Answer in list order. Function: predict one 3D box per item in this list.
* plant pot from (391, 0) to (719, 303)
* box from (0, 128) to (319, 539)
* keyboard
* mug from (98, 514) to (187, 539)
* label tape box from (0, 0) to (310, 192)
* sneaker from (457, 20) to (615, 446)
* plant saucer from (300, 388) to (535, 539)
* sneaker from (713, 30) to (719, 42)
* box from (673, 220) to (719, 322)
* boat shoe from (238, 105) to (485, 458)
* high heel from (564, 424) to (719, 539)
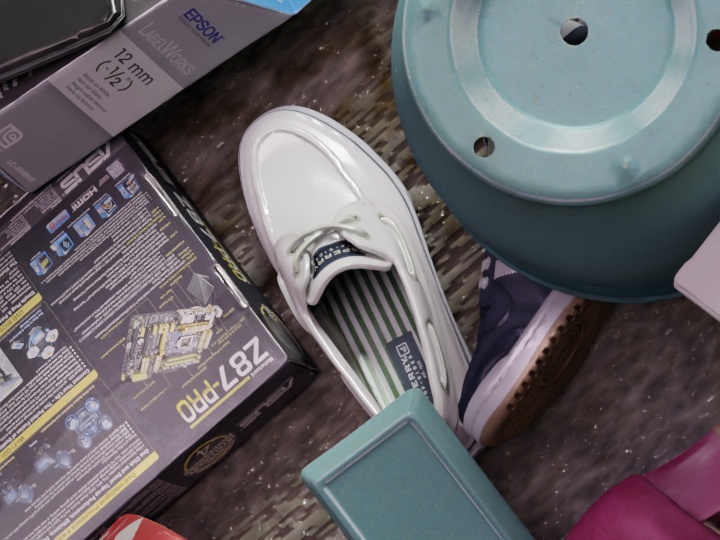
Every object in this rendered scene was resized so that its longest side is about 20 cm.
[{"bbox_3d":[0.100,-0.089,1.111,0.200,0.188,0.200,0,88,12],"label":"plant pot"},{"bbox_3d":[-0.144,0.050,1.331,0.200,0.049,0.161,-42,68,8],"label":"box"},{"bbox_3d":[-0.207,-0.131,1.307,0.200,0.021,0.127,-20,63,15],"label":"keyboard"},{"bbox_3d":[-0.143,0.207,1.230,0.177,0.133,0.200,37,72,4],"label":"mug"},{"bbox_3d":[-0.116,-0.152,1.325,0.200,0.066,0.143,-34,51,13],"label":"label tape box"},{"bbox_3d":[0.073,-0.025,1.254,0.108,0.070,0.200,29,85,17],"label":"sneaker"},{"bbox_3d":[0.058,0.151,1.223,0.070,0.019,0.200,-37,90,10],"label":"plant saucer"},{"bbox_3d":[0.187,-0.127,1.237,0.073,0.077,0.200,-34,88,8],"label":"sneaker"},{"bbox_3d":[0.232,0.018,1.111,0.101,0.200,0.113,39,95,36],"label":"box"},{"bbox_3d":[0.000,0.000,1.278,0.074,0.067,0.200,-38,71,10],"label":"boat shoe"},{"bbox_3d":[0.173,0.164,1.183,0.096,0.067,0.200,-37,66,0],"label":"high heel"}]
